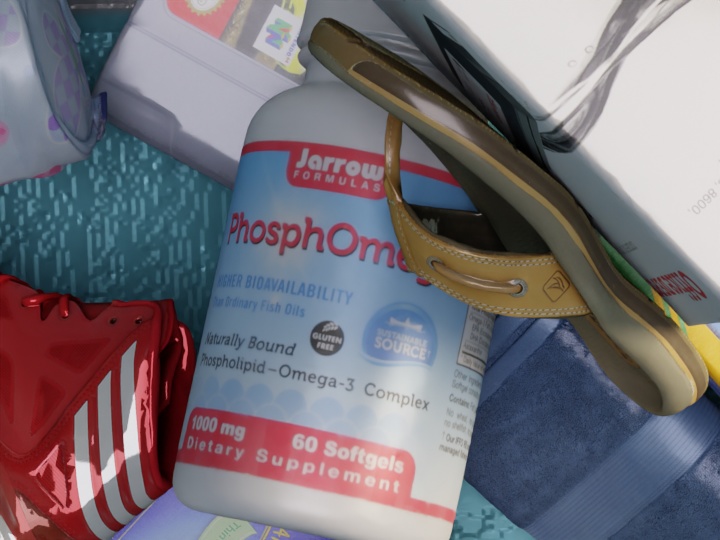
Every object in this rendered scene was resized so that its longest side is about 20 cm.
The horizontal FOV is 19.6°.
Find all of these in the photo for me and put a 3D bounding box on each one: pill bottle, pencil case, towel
[{"bbox_3d":[0.000,0.000,0.785,0.108,0.109,0.202,11,83,1],"label":"pill bottle"},{"bbox_3d":[-0.202,-0.060,0.805,0.198,0.091,0.083,-17,136,5],"label":"pencil case"},{"bbox_3d":[0.115,0.085,0.845,0.200,0.049,0.112,43,137,0],"label":"towel"}]

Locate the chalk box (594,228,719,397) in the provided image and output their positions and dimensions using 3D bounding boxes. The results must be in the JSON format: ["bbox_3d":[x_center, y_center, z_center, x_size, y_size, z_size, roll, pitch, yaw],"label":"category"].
[{"bbox_3d":[0.185,0.006,0.815,0.124,0.124,0.200,-42,93,7],"label":"chalk box"}]

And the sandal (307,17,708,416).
[{"bbox_3d":[0.047,-0.006,0.716,0.054,0.080,0.200,-45,120,-3],"label":"sandal"}]

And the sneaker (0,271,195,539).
[{"bbox_3d":[-0.130,0.019,0.837,0.115,0.078,0.201,-30,73,6],"label":"sneaker"}]

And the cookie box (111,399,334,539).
[{"bbox_3d":[-0.051,0.176,0.872,0.200,0.075,0.171,44,96,-2],"label":"cookie box"}]

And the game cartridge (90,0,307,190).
[{"bbox_3d":[-0.010,-0.123,0.853,0.132,0.041,0.201,27,98,-5],"label":"game cartridge"}]

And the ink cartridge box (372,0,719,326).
[{"bbox_3d":[0.075,-0.079,0.677,0.084,0.145,0.200,-44,87,1],"label":"ink cartridge box"}]
